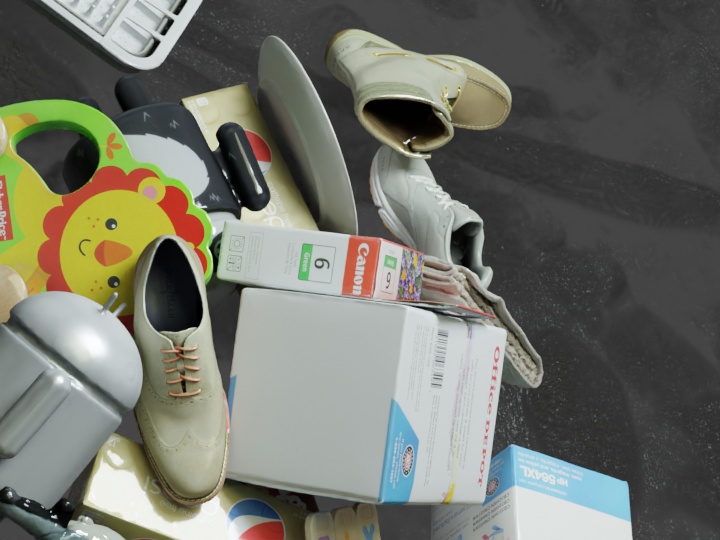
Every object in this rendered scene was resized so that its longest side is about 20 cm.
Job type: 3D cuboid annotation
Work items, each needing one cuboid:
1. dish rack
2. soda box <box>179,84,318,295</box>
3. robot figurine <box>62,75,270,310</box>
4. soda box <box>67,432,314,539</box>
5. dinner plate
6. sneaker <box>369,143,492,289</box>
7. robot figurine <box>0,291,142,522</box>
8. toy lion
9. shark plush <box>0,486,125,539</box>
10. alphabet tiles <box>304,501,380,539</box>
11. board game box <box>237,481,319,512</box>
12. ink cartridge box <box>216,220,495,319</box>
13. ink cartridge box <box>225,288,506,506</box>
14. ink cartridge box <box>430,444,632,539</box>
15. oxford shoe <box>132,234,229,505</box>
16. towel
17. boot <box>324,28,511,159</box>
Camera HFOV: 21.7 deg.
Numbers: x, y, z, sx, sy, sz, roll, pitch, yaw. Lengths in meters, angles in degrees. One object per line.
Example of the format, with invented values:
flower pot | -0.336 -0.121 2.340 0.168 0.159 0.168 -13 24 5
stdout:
dish rack | -0.246 -0.270 1.693 0.200 0.044 0.172 37 45 -12
soda box | -0.095 -0.056 1.624 0.067 0.064 0.201 -17 70 -29
robot figurine | -0.169 -0.057 1.540 0.124 0.150 0.201 -6 64 -54
soda box | -0.122 0.196 1.423 0.199 0.064 0.068 24 52 -15
dinner plate | -0.053 -0.106 1.638 0.024 0.200 0.201 -23 73 -13
sneaker | 0.075 -0.048 1.754 0.075 0.092 0.201 -1 60 -38
robot figurine | -0.234 0.098 1.345 0.113 0.170 0.200 40 83 -10
toy lion | -0.211 -0.036 1.450 0.190 0.069 0.201 -9 81 -5
shark plush | -0.187 0.225 1.316 0.083 0.090 0.201 -51 138 -25
alphabet tiles | 0.000 0.278 1.435 0.200 0.015 0.197 3 80 -65
board game box | -0.063 0.239 1.490 0.102 0.019 0.201 0 61 -40
ink cartridge box | 0.000 0.000 1.471 0.109 0.199 0.051 17 80 -69
ink cartridge box | 0.006 0.101 1.469 0.200 0.145 0.148 15 82 -63
ink cartridge box | 0.142 0.272 1.550 0.125 0.129 0.201 21 49 -25
oxford shoe | -0.137 0.071 1.379 0.070 0.074 0.201 -10 81 -6
towel | 0.070 0.036 1.609 0.035 0.132 0.200 -62 146 -17
boot | 0.070 -0.156 1.800 0.199 0.072 0.155 17 23 -22
